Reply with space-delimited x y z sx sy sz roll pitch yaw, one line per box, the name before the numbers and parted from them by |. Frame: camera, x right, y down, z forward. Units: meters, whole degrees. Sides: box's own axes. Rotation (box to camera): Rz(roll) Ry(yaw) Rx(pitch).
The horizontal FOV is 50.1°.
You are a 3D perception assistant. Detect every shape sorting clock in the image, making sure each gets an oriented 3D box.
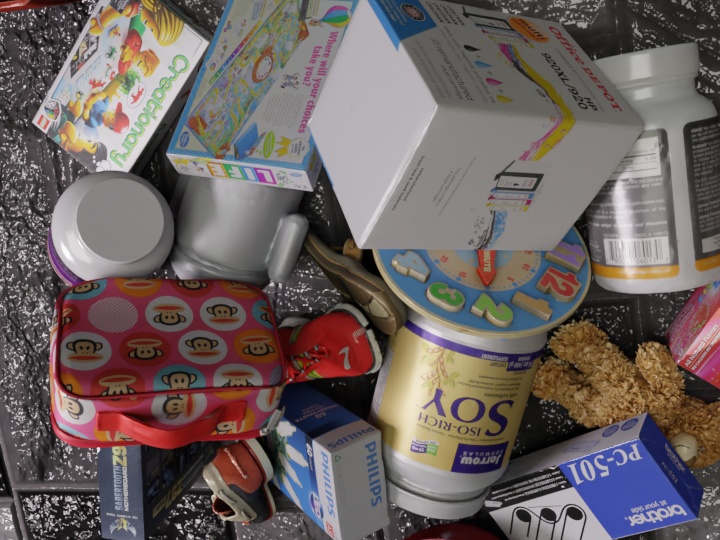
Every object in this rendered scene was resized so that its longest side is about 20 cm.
shape sorting clock | 0.110 -0.022 0.693 0.200 0.200 0.039 26 140 8

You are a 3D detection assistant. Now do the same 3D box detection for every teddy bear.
teddy bear | 0.258 0.130 0.746 0.200 0.067 0.145 47 112 2

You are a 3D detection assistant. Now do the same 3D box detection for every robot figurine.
robot figurine | -0.127 -0.054 0.785 0.170 0.113 0.200 31 110 29

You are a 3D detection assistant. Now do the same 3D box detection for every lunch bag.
lunch bag | -0.166 0.085 0.676 0.200 0.176 0.082 2 126 -20

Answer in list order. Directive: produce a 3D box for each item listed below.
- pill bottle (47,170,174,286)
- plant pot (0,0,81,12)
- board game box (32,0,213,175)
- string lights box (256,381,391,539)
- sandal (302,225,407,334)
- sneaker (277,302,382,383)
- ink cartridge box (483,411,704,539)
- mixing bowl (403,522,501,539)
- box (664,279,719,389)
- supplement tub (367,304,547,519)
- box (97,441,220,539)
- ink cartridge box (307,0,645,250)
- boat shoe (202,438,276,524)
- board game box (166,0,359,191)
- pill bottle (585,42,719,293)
pill bottle | -0.252 -0.035 0.774 0.112 0.200 0.113 2 84 -23
plant pot | -0.362 -0.342 0.750 0.200 0.176 0.200 -1 101 16
board game box | -0.254 -0.200 0.828 0.126 0.035 0.200 39 110 4
string lights box | -0.052 0.180 0.783 0.200 0.059 0.103 19 120 55
sandal | 0.000 0.000 0.744 0.054 0.200 0.080 -39 119 -10
sneaker | -0.053 0.087 0.769 0.200 0.085 0.077 -19 97 55
ink cartridge box | 0.217 0.216 0.755 0.200 0.044 0.094 -33 95 40
mixing bowl | 0.105 0.347 0.817 0.200 0.108 0.200 4 104 16
box | 0.369 0.015 0.672 0.100 0.095 0.200 31 109 7
supplement tub | 0.087 0.121 0.750 0.145 0.145 0.200 16 106 11
box | -0.206 0.163 0.812 0.051 0.200 0.158 4 104 11
ink cartridge box | 0.088 -0.116 0.628 0.145 0.200 0.147 -61 41 42
boat shoe | -0.132 0.237 0.830 0.071 0.063 0.200 47 154 20
board game box | -0.085 -0.175 0.725 0.134 0.034 0.200 9 66 14
pill bottle | 0.252 -0.088 0.671 0.116 0.116 0.200 -6 100 17
